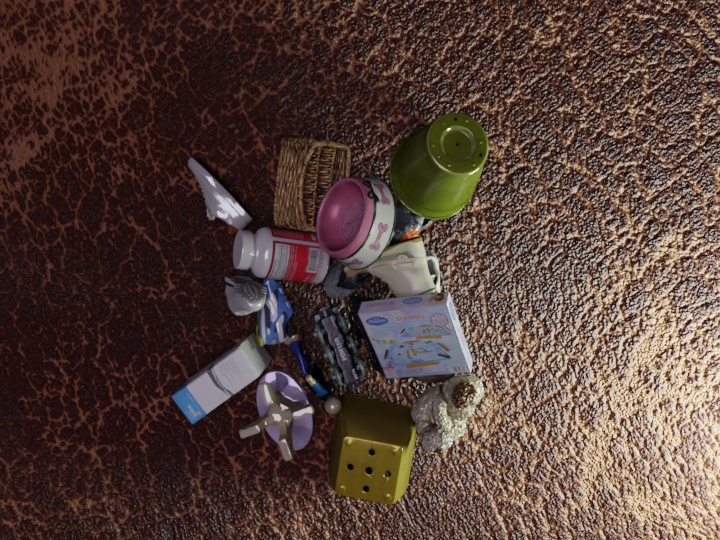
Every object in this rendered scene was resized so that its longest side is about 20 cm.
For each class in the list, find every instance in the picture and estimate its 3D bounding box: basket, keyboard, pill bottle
[{"bbox_3d":[-0.105,-0.188,1.480,0.147,0.143,0.203,8,98,5],"label":"basket"},{"bbox_3d":[0.015,0.153,1.533,0.103,0.039,0.202,3,118,47],"label":"keyboard"},{"bbox_3d":[-0.176,-0.035,1.485,0.197,0.112,0.114,7,99,-24],"label":"pill bottle"}]

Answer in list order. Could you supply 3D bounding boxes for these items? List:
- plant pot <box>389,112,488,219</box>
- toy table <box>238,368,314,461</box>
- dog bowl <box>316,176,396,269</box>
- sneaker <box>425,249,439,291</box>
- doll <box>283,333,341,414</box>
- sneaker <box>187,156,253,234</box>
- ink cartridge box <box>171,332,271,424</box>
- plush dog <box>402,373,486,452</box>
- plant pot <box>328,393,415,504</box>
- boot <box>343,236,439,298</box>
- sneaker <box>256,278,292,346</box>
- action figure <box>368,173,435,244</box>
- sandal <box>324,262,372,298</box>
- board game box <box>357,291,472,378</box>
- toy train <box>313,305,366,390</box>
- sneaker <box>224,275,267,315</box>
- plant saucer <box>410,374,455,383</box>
[{"bbox_3d":[0.175,-0.230,1.392,0.197,0.193,0.203,2,79,-9],"label":"plant pot"},{"bbox_3d":[-0.185,0.341,1.569,0.183,0.117,0.201,-31,93,8],"label":"toy table"},{"bbox_3d":[-0.018,-0.107,1.418,0.073,0.200,0.202,16,102,-39],"label":"dog bowl"},{"bbox_3d":[0.147,0.055,1.509,0.075,0.080,0.203,-6,99,-8],"label":"sneaker"},{"bbox_3d":[-0.109,0.244,1.544,0.048,0.136,0.201,-31,81,-2],"label":"doll"},{"bbox_3d":[-0.342,-0.168,1.539,0.084,0.073,0.200,-40,94,6],"label":"sneaker"},{"bbox_3d":[-0.318,0.247,1.554,0.199,0.145,0.084,-36,94,8],"label":"ink cartridge box"},{"bbox_3d":[0.200,0.294,1.496,0.171,0.200,0.162,-36,76,16],"label":"plush dog"},{"bbox_3d":[0.024,0.421,1.530,0.197,0.176,0.203,10,98,4],"label":"plant pot"},{"bbox_3d":[0.067,0.026,1.455,0.198,0.072,0.156,-19,94,28],"label":"boot"},{"bbox_3d":[-0.199,0.075,1.560,0.081,0.074,0.203,2,90,-14],"label":"sneaker"},{"bbox_3d":[0.059,-0.114,1.494,0.199,0.105,0.195,-33,80,1],"label":"action figure"},{"bbox_3d":[0.000,-0.001,1.542,0.199,0.048,0.076,-30,94,8],"label":"sandal"},{"bbox_3d":[0.119,0.142,1.429,0.197,0.041,0.201,-7,126,22],"label":"board game box"},{"bbox_3d":[-0.050,0.174,1.536,0.084,0.114,0.202,-23,97,-5],"label":"toy train"},{"bbox_3d":[-0.259,0.068,1.510,0.075,0.200,0.082,3,101,-23],"label":"sneaker"},{"bbox_3d":[0.137,0.172,1.517,0.198,0.032,0.202,16,134,17],"label":"plant saucer"}]
